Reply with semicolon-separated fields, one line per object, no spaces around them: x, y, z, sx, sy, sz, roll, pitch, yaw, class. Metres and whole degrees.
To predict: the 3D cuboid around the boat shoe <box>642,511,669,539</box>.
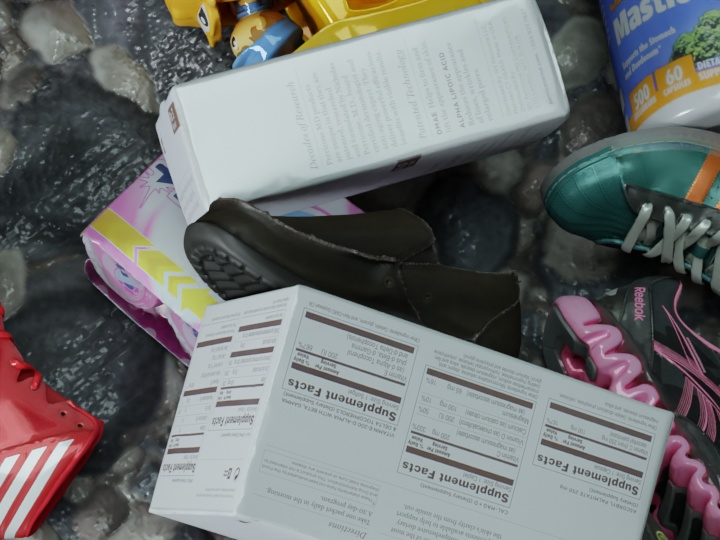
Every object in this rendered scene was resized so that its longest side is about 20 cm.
0.134;0.162;1.281;0.072;0.060;0.202;-44;49;27;boat shoe

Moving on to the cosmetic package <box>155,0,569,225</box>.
-0.001;-0.080;1.291;0.198;0.102;0.075;-17;86;-10;cosmetic package

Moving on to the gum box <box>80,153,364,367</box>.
-0.049;0.009;1.345;0.200;0.066;0.113;40;69;16;gum box

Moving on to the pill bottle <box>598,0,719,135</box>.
0.190;-0.156;1.402;0.111;0.112;0.202;-8;65;-5;pill bottle

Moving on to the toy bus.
-0.013;-0.149;1.400;0.198;0.136;0.194;-16;82;-6;toy bus

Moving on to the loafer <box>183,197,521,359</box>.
0.000;0.000;1.248;0.199;0.073;0.072;23;76;-31;loafer

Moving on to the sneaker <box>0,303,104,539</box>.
-0.194;0.051;1.331;0.114;0.078;0.202;5;77;-7;sneaker

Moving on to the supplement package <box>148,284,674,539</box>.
0.020;0.094;1.198;0.199;0.156;0.112;20;79;-17;supplement package

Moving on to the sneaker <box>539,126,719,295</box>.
0.196;-0.023;1.336;0.198;0.072;0.080;3;50;-19;sneaker

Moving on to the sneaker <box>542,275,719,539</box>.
0.183;0.084;1.317;0.095;0.079;0.201;-22;68;-23;sneaker
